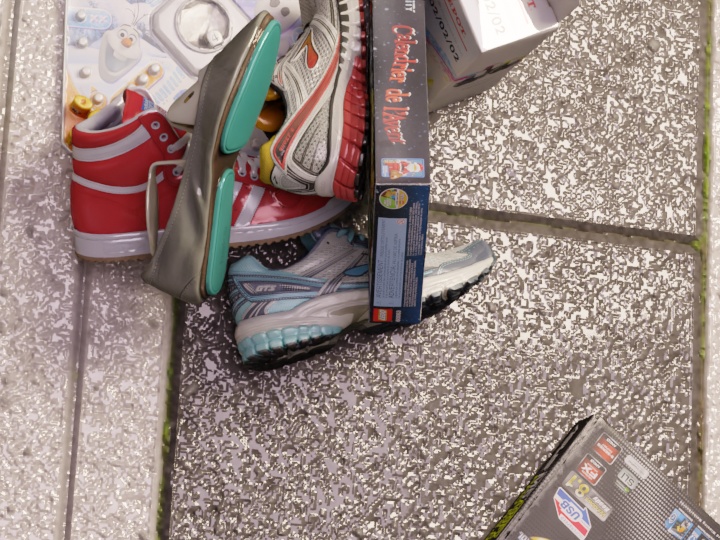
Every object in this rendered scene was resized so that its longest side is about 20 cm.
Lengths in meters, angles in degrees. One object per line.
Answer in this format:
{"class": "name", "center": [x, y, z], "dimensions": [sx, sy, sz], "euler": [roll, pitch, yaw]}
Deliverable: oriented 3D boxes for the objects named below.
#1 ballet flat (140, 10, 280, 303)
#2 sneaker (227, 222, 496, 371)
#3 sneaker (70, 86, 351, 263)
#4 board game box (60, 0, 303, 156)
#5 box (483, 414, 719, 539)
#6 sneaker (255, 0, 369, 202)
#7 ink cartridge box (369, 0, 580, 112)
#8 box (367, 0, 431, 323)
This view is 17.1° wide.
{"class": "ballet flat", "center": [-0.106, -0.079, 1.579], "dimensions": [0.063, 0.067, 0.202], "euler": [16, 101, 12]}
{"class": "sneaker", "center": [0.000, 0.000, 1.680], "dimensions": [0.199, 0.078, 0.087], "euler": [-16, 79, -18]}
{"class": "sneaker", "center": [-0.104, -0.076, 1.648], "dimensions": [0.198, 0.071, 0.113], "euler": [-10, 109, -14]}
{"class": "board game box", "center": [-0.112, -0.176, 1.713], "dimensions": [0.198, 0.026, 0.202], "euler": [4, 77, -14]}
{"class": "box", "center": [0.187, 0.228, 1.698], "dimensions": [0.200, 0.044, 0.160], "euler": [43, 70, -3]}
{"class": "sneaker", "center": [-0.036, -0.134, 1.645], "dimensions": [0.081, 0.078, 0.201], "euler": [1, 46, -2]}
{"class": "ink cartridge box", "center": [0.073, -0.197, 1.676], "dimensions": [0.067, 0.200, 0.116], "euler": [-20, 84, -19]}
{"class": "box", "center": [0.024, -0.084, 1.630], "dimensions": [0.037, 0.137, 0.201], "euler": [0, 48, -1]}
